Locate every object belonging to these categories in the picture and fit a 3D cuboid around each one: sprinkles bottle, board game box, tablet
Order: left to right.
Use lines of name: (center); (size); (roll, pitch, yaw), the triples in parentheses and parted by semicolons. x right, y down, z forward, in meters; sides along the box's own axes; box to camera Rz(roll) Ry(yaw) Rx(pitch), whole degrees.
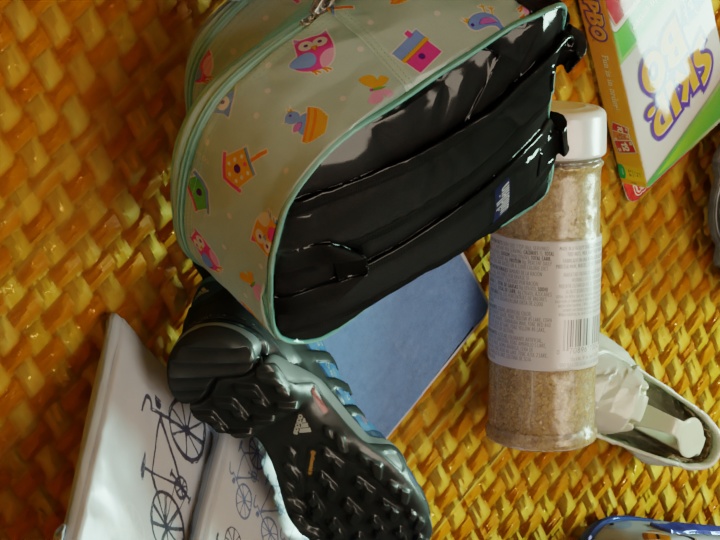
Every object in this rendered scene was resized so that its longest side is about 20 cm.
tablet: (0.000, 0.000, 1.389); (0.130, 0.014, 0.200); (-50, 133, -23)
sprinkles bottle: (0.107, 0.003, 1.452); (0.068, 0.068, 0.200); (-10, 105, -45)
board game box: (0.180, -0.144, 1.526); (0.096, 0.030, 0.200); (-41, 132, -31)

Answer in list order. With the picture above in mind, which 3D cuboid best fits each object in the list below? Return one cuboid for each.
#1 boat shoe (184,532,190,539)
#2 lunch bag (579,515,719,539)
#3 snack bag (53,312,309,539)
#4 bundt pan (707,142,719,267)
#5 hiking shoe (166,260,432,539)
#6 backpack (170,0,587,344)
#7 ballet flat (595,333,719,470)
boat shoe: (-0.093, 0.218, 1.324); (0.063, 0.073, 0.201); (-20, 107, -52)
lunch bag: (0.209, 0.239, 1.653); (0.200, 0.075, 0.161); (11, 93, -47)
snack bag: (-0.084, 0.139, 1.261); (0.200, 0.021, 0.189); (52, 32, -36)
bundt pan: (0.312, -0.069, 1.639); (0.202, 0.076, 0.202); (-28, 126, -47)
hiking shoe: (-0.022, 0.075, 1.315); (0.200, 0.074, 0.087); (52, 28, -32)
backpack: (-0.006, -0.068, 1.235); (0.200, 0.153, 0.176); (-42, 157, -27)
ballet flat: (0.166, 0.083, 1.558); (0.200, 0.069, 0.070); (27, 83, -48)
